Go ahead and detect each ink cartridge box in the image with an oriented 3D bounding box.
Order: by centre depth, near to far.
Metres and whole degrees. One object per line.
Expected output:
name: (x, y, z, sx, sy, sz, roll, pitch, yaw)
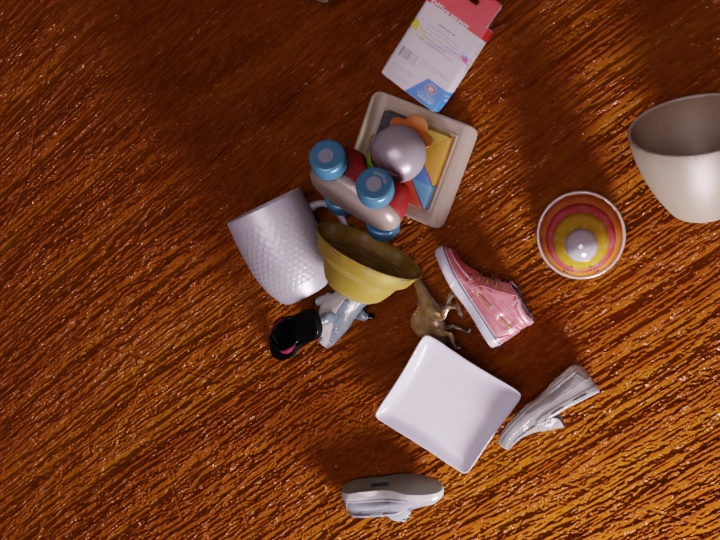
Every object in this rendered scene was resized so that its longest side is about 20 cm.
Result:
ink cartridge box: (0.139, -0.381, 1.385, 0.116, 0.067, 0.201, 37, 107, 8)

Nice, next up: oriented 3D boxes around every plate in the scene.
plate: (0.154, 0.235, 1.474, 0.198, 0.032, 0.201, 32, 115, 5)

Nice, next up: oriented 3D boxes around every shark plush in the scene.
shark plush: (-0.007, 0.061, 1.517, 0.199, 0.091, 0.084, -37, 111, 3)

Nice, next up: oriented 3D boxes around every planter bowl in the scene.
planter bowl: (0.000, 0.000, 1.417, 0.199, 0.200, 0.084, 28, 108, 11)

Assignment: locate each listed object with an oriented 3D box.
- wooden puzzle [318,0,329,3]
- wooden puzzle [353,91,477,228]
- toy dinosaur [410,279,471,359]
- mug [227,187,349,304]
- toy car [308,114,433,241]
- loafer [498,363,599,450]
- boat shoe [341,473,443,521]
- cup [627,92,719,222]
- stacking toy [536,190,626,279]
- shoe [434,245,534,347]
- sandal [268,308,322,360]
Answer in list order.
wooden puzzle: (-0.105, -0.584, 1.445, 0.198, 0.046, 0.187, 25, 104, 17)
wooden puzzle: (0.082, -0.193, 1.447, 0.198, 0.037, 0.187, 23, 104, 12)
toy dinosaur: (0.133, 0.074, 1.461, 0.100, 0.058, 0.202, -16, 93, 20)
mug: (-0.113, -0.049, 1.485, 0.198, 0.148, 0.177, -27, 99, -11)
toy car: (0.033, -0.185, 1.387, 0.176, 0.185, 0.201, 32, 78, 16)
loafer: (0.320, 0.246, 1.423, 0.200, 0.070, 0.070, -46, 76, 17)
boat shoe: (0.063, 0.425, 1.536, 0.198, 0.070, 0.072, -8, 107, 21)
cup: (0.515, -0.159, 1.255, 0.198, 0.201, 0.144, -9, 121, 18)
stacking toy: (0.342, -0.047, 1.303, 0.144, 0.200, 0.148, 3, 99, 17)
shoe: (0.214, 0.028, 1.425, 0.091, 0.071, 0.201, -32, 93, 17)
sandal: (-0.132, 0.116, 1.505, 0.200, 0.045, 0.076, -34, 74, 57)
